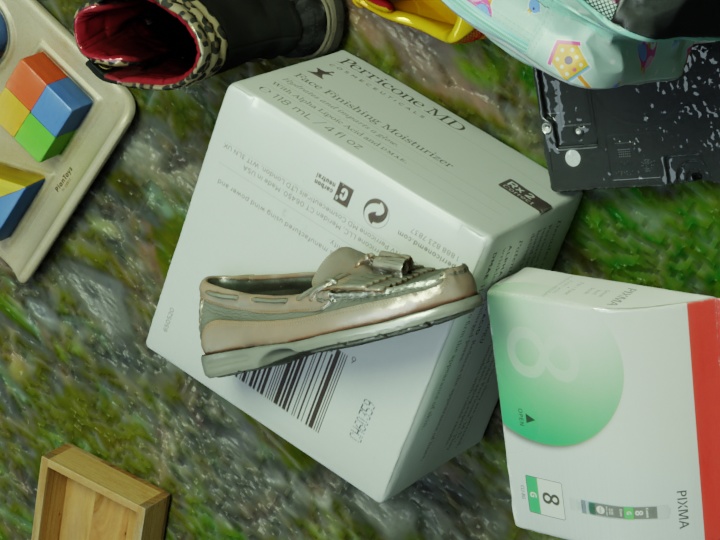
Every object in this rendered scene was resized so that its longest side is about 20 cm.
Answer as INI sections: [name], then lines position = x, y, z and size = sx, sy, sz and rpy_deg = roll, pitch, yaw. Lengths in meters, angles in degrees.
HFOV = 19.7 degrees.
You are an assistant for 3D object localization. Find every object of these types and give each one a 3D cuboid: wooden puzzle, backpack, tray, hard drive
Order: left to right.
[wooden puzzle]
position = -0.272, -0.115, 1.492
size = 0.200, 0.046, 0.185
rpy_deg = 46, 124, 13
[tray]
position = -0.204, 0.241, 1.566
size = 0.098, 0.037, 0.201
rpy_deg = 22, 117, 25
[backpack]
position = 0.116, -0.193, 1.092
size = 0.200, 0.175, 0.154
rpy_deg = 44, 119, 19
[hard drive]
position = 0.163, -0.150, 1.203
size = 0.139, 0.038, 0.201
rpy_deg = -3, 104, 34

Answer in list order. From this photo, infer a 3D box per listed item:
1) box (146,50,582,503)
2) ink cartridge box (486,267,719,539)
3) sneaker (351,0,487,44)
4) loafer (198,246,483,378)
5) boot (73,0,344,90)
[box]
position = 0.000, 0.000, 1.298
size = 0.198, 0.131, 0.201
rpy_deg = 31, 119, 21
[ink cartridge box]
position = 0.172, 0.090, 1.186
size = 0.199, 0.050, 0.162
rpy_deg = 11, 120, 38
[sneaker]
position = 0.008, -0.195, 1.263
size = 0.199, 0.077, 0.073
rpy_deg = 26, 119, 36
[loafer]
position = -0.021, 0.016, 1.198
size = 0.199, 0.072, 0.063
rpy_deg = -16, 88, 38
[boot]
position = -0.128, -0.167, 1.317
size = 0.199, 0.150, 0.074
rpy_deg = 21, 115, 26
